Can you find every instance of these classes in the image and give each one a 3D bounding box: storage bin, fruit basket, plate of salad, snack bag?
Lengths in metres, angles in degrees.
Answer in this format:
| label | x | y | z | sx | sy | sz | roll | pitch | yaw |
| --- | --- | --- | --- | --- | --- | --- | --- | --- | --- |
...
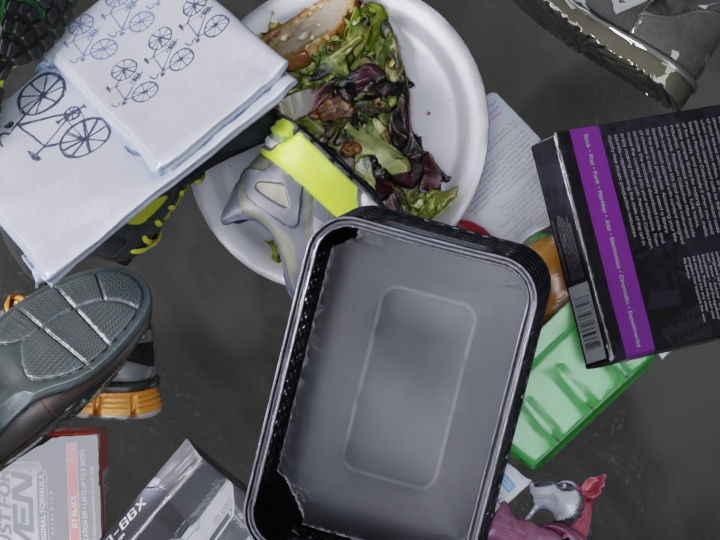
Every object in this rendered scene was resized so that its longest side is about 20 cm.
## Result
| label | x | y | z | sx | sy | sz | roll | pitch | yaw |
| --- | --- | --- | --- | --- | --- | --- | --- | --- | --- |
| storage bin | 0.022 | 0.073 | 1.603 | 0.135 | 0.094 | 0.201 | 15 | 97 | 7 |
| fruit basket | 0.084 | 0.020 | 1.751 | 0.185 | 0.094 | 0.200 | -43 | 74 | -1 |
| plate of salad | -0.018 | -0.087 | 1.737 | 0.199 | 0.048 | 0.201 | -2 | 81 | 15 |
| snack bag | -0.157 | -0.096 | 1.700 | 0.200 | 0.189 | 0.021 | -40 | 131 | -5 |

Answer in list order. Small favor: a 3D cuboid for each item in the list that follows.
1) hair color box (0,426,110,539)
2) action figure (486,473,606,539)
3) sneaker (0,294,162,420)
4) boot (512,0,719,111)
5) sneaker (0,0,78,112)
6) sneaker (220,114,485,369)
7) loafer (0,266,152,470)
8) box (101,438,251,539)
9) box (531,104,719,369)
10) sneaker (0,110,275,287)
| label | x | y | z | sx | sy | sz | roll | pitch | yaw |
| --- | --- | --- | --- | --- | --- | --- | --- | --- | --- |
| hair color box | -0.259 | 0.152 | 1.748 | 0.199 | 0.061 | 0.102 | -3 | 91 | 0 |
| action figure | 0.090 | 0.205 | 1.678 | 0.200 | 0.134 | 0.149 | -50 | 50 | -3 |
| sneaker | -0.222 | 0.050 | 1.745 | 0.199 | 0.078 | 0.078 | 5 | 89 | -11 |
| boot | 0.200 | -0.218 | 1.748 | 0.182 | 0.073 | 0.200 | 36 | 85 | 14 |
| sneaker | -0.251 | -0.150 | 1.742 | 0.078 | 0.085 | 0.200 | 47 | 69 | -41 |
| sneaker | 0.000 | 0.000 | 1.680 | 0.200 | 0.074 | 0.081 | 45 | 96 | 4 |
| loafer | -0.208 | 0.075 | 1.688 | 0.200 | 0.063 | 0.072 | -39 | 63 | -16 |
| box | -0.081 | 0.227 | 1.725 | 0.200 | 0.050 | 0.158 | 41 | 89 | -20 |
| box | 0.210 | -0.027 | 1.716 | 0.199 | 0.036 | 0.144 | -10 | 84 | -28 |
| sneaker | -0.138 | -0.052 | 1.744 | 0.199 | 0.074 | 0.085 | -19 | 101 | 17 |
